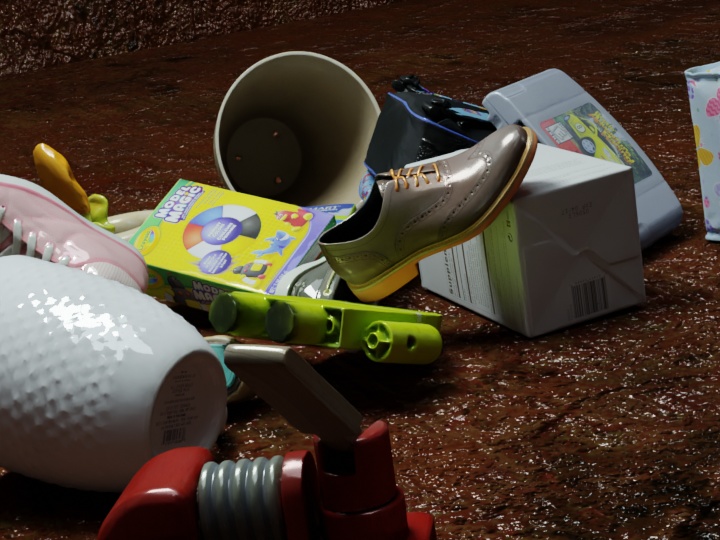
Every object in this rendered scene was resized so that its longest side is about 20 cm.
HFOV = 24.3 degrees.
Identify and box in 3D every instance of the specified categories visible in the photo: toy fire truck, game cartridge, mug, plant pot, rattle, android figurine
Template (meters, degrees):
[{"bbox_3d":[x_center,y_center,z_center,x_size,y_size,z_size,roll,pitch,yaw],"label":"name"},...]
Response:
[{"bbox_3d":[-0.055,0.118,0.850,0.174,0.202,0.129,-4,15,10],"label":"toy fire truck"},{"bbox_3d":[0.215,-0.104,1.582,0.041,0.200,0.133,-47,-13,34],"label":"game cartridge"},{"bbox_3d":[-0.174,0.083,1.179,0.174,0.149,0.200,13,-5,31],"label":"mug"},{"bbox_3d":[-0.087,-0.135,1.857,0.185,0.190,0.200,-12,2,-15],"label":"plant pot"},{"bbox_3d":[-0.236,-0.084,1.787,0.198,0.144,0.130,-18,-1,-14],"label":"rattle"},{"bbox_3d":[-0.018,0.044,1.308,0.181,0.042,0.199,7,-1,40],"label":"android figurine"}]

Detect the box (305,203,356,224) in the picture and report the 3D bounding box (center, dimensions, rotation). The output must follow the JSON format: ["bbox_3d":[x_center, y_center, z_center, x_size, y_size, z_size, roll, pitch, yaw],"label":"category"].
[{"bbox_3d":[-0.069,-0.020,1.641,0.120,0.048,0.200,-4,17,9],"label":"box"}]

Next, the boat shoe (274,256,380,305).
[{"bbox_3d":[0.000,0.003,1.485,0.060,0.073,0.201,5,26,32],"label":"boat shoe"}]

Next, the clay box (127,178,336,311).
[{"bbox_3d":[-0.131,-0.019,1.526,0.198,0.048,0.115,14,48,25],"label":"clay box"}]

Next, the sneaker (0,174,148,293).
[{"bbox_3d":[-0.264,-0.008,1.401,0.199,0.076,0.105,26,24,-24],"label":"sneaker"}]

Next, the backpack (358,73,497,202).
[{"bbox_3d":[0.113,-0.092,1.646,0.198,0.136,0.183,18,11,-15],"label":"backpack"}]

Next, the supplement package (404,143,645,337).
[{"bbox_3d":[0.140,-0.034,1.452,0.120,0.121,0.200,-16,18,-21],"label":"supplement package"}]

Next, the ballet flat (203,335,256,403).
[{"bbox_3d":[-0.165,0.084,1.318,0.198,0.070,0.063,3,-10,24],"label":"ballet flat"}]

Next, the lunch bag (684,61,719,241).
[{"bbox_3d":[0.413,-0.124,1.557,0.198,0.172,0.127,-17,15,-23],"label":"lunch bag"}]

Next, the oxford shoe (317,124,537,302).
[{"bbox_3d":[0.054,-0.057,1.346,0.200,0.073,0.072,-40,29,12],"label":"oxford shoe"}]
